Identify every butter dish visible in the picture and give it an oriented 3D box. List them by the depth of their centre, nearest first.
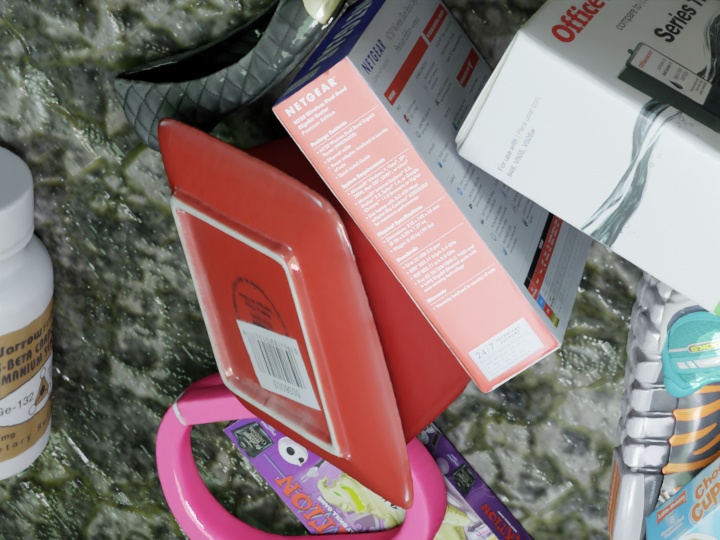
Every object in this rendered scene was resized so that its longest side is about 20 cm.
[{"bbox_3d":[0.000,0.000,1.453,0.200,0.148,0.200,27,137,52],"label":"butter dish"}]

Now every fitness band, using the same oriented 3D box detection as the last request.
[{"bbox_3d":[-0.040,0.127,1.591,0.200,0.037,0.144,-6,117,35],"label":"fitness band"}]

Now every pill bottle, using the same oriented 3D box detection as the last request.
[{"bbox_3d":[-0.248,0.025,1.628,0.114,0.114,0.200,19,127,18],"label":"pill bottle"}]

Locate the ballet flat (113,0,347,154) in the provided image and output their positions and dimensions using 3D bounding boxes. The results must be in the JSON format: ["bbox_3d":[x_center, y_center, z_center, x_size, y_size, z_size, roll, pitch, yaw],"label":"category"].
[{"bbox_3d":[-0.071,-0.124,1.459,0.057,0.067,0.200,45,132,-13],"label":"ballet flat"}]

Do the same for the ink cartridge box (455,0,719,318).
[{"bbox_3d":[0.168,-0.066,1.310,0.200,0.147,0.083,32,126,7],"label":"ink cartridge box"}]

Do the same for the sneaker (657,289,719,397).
[{"bbox_3d":[0.253,0.052,1.359,0.199,0.078,0.080,13,100,6],"label":"sneaker"}]

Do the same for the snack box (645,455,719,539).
[{"bbox_3d":[0.253,0.110,1.334,0.116,0.037,0.200,29,127,-22],"label":"snack box"}]

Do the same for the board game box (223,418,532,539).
[{"bbox_3d":[0.019,0.144,1.610,0.200,0.032,0.120,49,135,-7],"label":"board game box"}]

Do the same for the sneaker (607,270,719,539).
[{"bbox_3d":[0.202,0.065,1.431,0.112,0.078,0.201,6,109,-1],"label":"sneaker"}]

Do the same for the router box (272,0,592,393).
[{"bbox_3d":[0.045,-0.054,1.352,0.049,0.200,0.180,-33,100,20],"label":"router box"}]
